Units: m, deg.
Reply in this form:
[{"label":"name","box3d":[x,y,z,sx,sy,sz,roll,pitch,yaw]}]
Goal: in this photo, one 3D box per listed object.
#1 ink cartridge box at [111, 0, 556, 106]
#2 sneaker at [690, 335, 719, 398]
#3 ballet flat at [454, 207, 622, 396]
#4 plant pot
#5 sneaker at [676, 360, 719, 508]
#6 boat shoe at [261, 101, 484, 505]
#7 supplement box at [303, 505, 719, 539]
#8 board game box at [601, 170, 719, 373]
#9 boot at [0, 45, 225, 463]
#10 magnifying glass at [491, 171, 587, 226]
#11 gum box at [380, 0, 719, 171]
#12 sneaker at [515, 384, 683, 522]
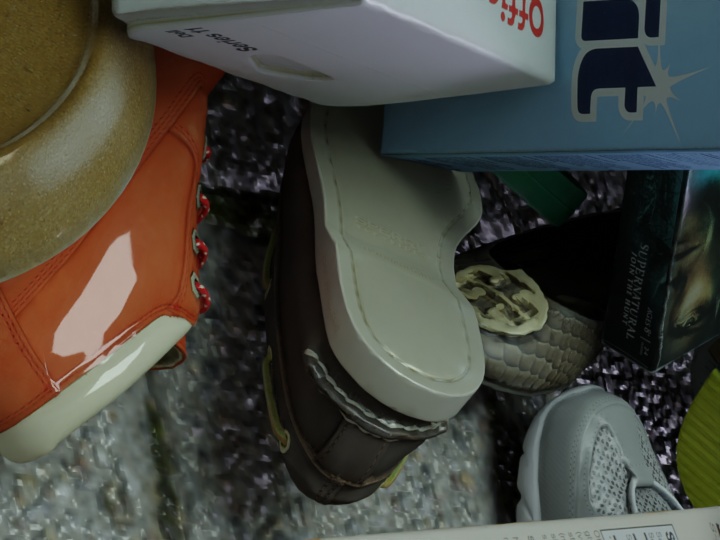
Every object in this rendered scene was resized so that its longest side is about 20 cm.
[{"label":"ink cartridge box","box3d":[-0.002,-0.159,0.772,0.146,0.083,0.201,11,79,-63]},{"label":"sneaker","box3d":[0.191,0.037,1.060,0.200,0.076,0.088,19,39,-45]},{"label":"ballet flat","box3d":[0.084,0.001,0.956,0.067,0.046,0.200,43,31,22]},{"label":"plant pot","box3d":[-0.149,-0.078,0.715,0.199,0.028,0.201,12,50,-14]},{"label":"sneaker","box3d":[0.191,0.010,0.927,0.082,0.200,0.074,2,39,-50]},{"label":"boat shoe","box3d":[0.000,0.000,0.860,0.072,0.060,0.200,27,27,-18]},{"label":"supplement box","box3d":[0.018,0.126,0.754,0.199,0.126,0.074,2,63,-48]},{"label":"board game box","box3d":[0.167,-0.059,0.932,0.028,0.136,0.200,31,42,34]},{"label":"boot","box3d":[-0.076,-0.027,0.798,0.107,0.075,0.200,54,47,-13]},{"label":"magnifying glass","box3d":[0.004,-0.088,0.934,0.200,0.022,0.080,44,7,-8]},{"label":"gum box","box3d":[0.098,-0.118,0.811,0.044,0.199,0.171,8,86,-47]},{"label":"sneaker","box3d":[0.120,0.129,0.899,0.075,0.082,0.201,-9,73,-50]}]
